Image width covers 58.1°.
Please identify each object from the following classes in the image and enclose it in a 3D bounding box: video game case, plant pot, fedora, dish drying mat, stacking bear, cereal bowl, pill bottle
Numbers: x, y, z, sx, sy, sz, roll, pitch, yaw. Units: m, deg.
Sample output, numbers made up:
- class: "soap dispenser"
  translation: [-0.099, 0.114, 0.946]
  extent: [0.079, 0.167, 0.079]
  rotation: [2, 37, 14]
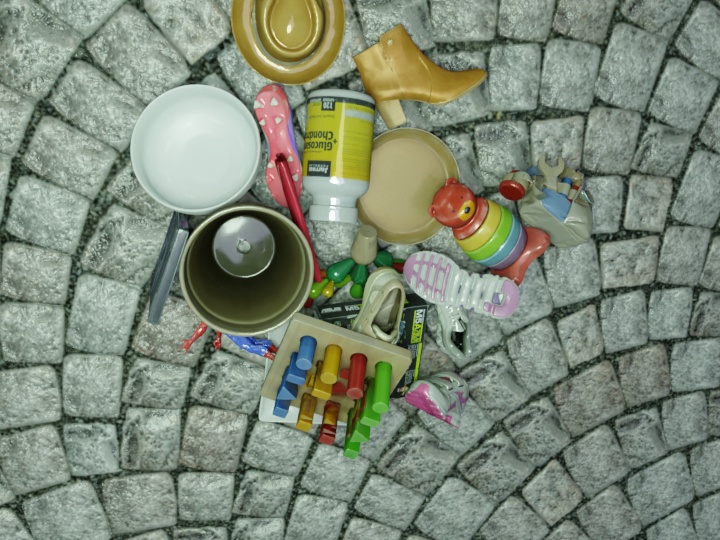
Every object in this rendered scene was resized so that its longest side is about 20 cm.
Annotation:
- class: "video game case"
  translation: [-0.297, -0.017, 1.001]
  extent: [0.019, 0.200, 0.145]
  rotation: [18, 100, -20]
- class: "plant pot"
  translation: [0.077, -0.146, 1.130]
  extent: [0.197, 0.027, 0.203]
  rotation: [-2, 103, -9]
- class: "fedora"
  translation: [-0.109, -0.394, 1.006]
  extent: [0.197, 0.082, 0.204]
  rotation: [-2, 103, -10]
- class: "dish drying mat"
  translation: [-0.100, -0.082, 1.030]
  extent: [0.018, 0.077, 0.203]
  rotation: [-18, 112, -9]
- class: "plant pot"
  translation: [-0.184, -0.018, 1.033]
  extent: [0.197, 0.174, 0.203]
  rotation: [-3, 105, -12]
- class: "stacking bear"
  translation: [0.205, -0.075, 1.113]
  extent: [0.199, 0.114, 0.122]
  rotation: [34, 96, -24]
- class: "cereal bowl"
  translation: [-0.249, -0.181, 1.017]
  extent: [0.197, 0.083, 0.203]
  rotation: [0, 83, 0]
- class: "pill bottle"
  translation: [-0.037, -0.180, 1.044]
  extent: [0.110, 0.112, 0.203]
  rotation: [3, 94, -11]

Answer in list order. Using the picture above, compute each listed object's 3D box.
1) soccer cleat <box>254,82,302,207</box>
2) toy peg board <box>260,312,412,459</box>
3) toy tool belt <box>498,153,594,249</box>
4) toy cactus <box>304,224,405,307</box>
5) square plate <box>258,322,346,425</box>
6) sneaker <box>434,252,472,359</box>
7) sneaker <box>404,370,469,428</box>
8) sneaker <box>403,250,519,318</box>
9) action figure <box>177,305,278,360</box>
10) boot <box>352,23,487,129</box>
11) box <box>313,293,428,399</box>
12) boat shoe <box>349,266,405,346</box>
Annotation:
- class: "soccer cleat"
  translation: [-0.127, -0.204, 1.063]
  extent: [0.066, 0.077, 0.202]
  rotation: [-1, 122, 16]
- class: "toy peg board"
  translation: [-0.047, 0.194, 1.018]
  extent: [0.197, 0.098, 0.201]
  rotation: [19, 129, -10]
- class: "toy tool belt"
  translation: [0.335, -0.138, 1.147]
  extent: [0.199, 0.124, 0.124]
  rotation: [35, 64, -19]
- class: "toy cactus"
  translation: [0.000, 0.000, 1.095]
  extent: [0.197, 0.103, 0.166]
  rotation: [-7, 139, -16]
- class: "square plate"
  translation: [-0.078, 0.181, 1.179]
  extent: [0.195, 0.028, 0.203]
  rotation: [6, 102, -12]
- class: "sneaker"
  translation: [0.164, 0.066, 1.170]
  extent: [0.074, 0.081, 0.203]
  rotation: [-17, 104, -4]
- class: "sneaker"
  translation: [0.144, 0.220, 1.176]
  extent: [0.081, 0.200, 0.089]
  rotation: [21, 79, 27]
- class: "sneaker"
  translation: [0.167, 0.028, 1.106]
  extent: [0.198, 0.088, 0.082]
  rotation: [19, 89, 5]
- class: "action figure"
  translation: [-0.226, 0.130, 1.112]
  extent: [0.199, 0.065, 0.099]
  rotation: [39, 99, -2]
- class: "boot"
  translation: [0.098, -0.337, 1.064]
  extent: [0.199, 0.071, 0.145]
  rotation: [-25, 109, 2]
- class: "box"
  translation: [0.013, 0.143, 1.120]
  extent: [0.190, 0.048, 0.202]
  rotation: [-8, 123, -19]
- class: "boat shoe"
  translation: [0.028, 0.096, 1.031]
  extent: [0.071, 0.065, 0.202]
  rotation: [4, 117, -22]
